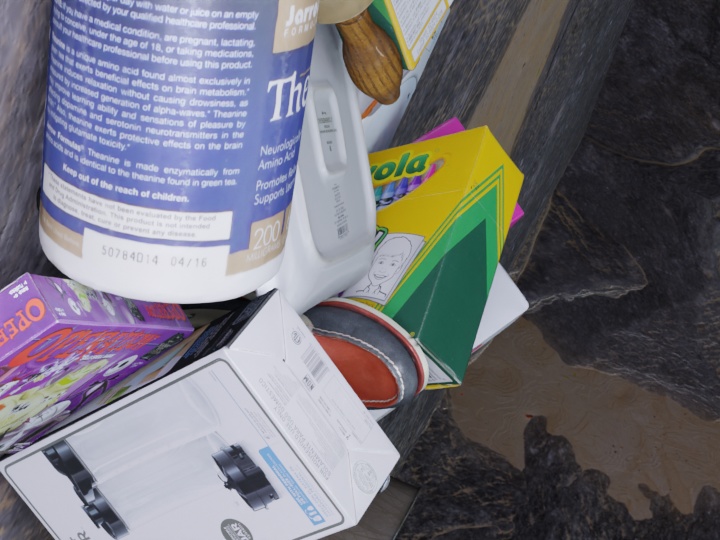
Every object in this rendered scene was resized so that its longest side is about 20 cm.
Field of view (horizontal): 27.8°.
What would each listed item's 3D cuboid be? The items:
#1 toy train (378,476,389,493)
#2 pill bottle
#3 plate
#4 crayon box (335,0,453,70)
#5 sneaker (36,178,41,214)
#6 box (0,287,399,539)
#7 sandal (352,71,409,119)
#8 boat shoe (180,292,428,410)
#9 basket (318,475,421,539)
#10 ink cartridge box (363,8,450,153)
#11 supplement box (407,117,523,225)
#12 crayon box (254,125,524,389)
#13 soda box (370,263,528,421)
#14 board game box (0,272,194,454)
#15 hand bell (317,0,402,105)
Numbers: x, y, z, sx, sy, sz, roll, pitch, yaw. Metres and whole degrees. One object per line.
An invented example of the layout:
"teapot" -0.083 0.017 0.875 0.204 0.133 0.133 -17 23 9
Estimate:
"toy train" -0.074 0.083 0.863 0.056 0.198 0.042 -126 -119 -87
"pill bottle" -0.074 -0.098 0.605 0.111 0.110 0.202 -45 147 -62
"plate" -0.031 -0.079 0.845 0.199 0.032 0.202 -30 111 -74
"crayon box" 0.014 -0.230 0.829 0.126 0.051 0.201 -60 151 -23
"sneaker" -0.108 -0.013 0.768 0.082 0.071 0.199 -35 163 12
"box" -0.091 0.103 0.783 0.199 0.117 0.060 -25 -164 37
"sandal" 0.000 -0.146 1.001 0.079 0.059 0.207 -51 -179 1
"boat shoe" -0.052 0.052 0.909 0.062 0.198 0.072 -36 131 -49
"basket" -0.088 0.162 0.932 0.181 0.199 0.136 -63 174 27
"ink cartridge box" 0.007 -0.150 1.115 0.161 0.047 0.200 -65 172 6
"supplement box" 0.042 -0.031 1.235 0.101 0.104 0.200 -33 172 -22
"crayon box" 0.000 0.000 1.001 0.058 0.199 0.174 44 52 -36
"soda box" 0.032 0.065 1.126 0.199 0.064 0.068 -35 174 -15
"board game box" -0.156 0.048 0.669 0.120 0.032 0.200 -38 172 6
"hand bell" -0.007 -0.141 0.790 0.105 0.103 0.200 -62 160 -12
